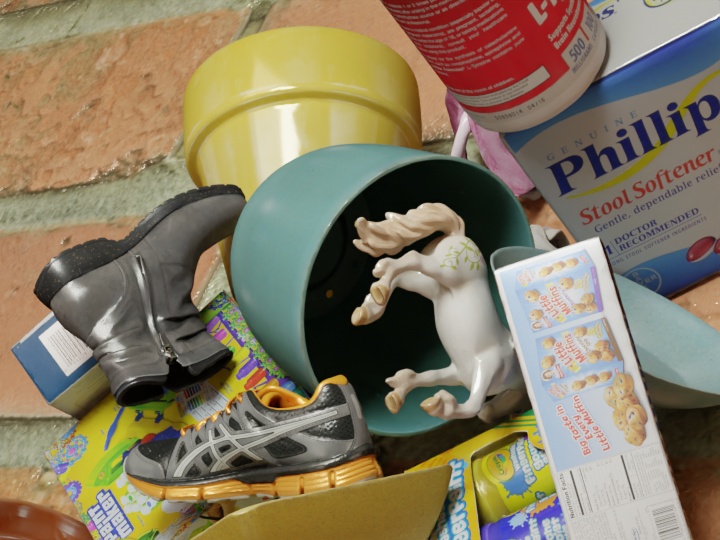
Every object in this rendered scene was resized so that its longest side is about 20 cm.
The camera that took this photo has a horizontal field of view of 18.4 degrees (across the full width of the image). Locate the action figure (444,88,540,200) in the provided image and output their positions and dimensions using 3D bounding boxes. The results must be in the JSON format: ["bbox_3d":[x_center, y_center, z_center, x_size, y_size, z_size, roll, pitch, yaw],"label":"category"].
[{"bbox_3d":[0.085,-0.154,1.755,0.133,0.201,0.149,12,45,35],"label":"action figure"}]

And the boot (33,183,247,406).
[{"bbox_3d":[-0.135,0.023,1.668,0.200,0.070,0.132,-30,70,-33],"label":"boot"}]

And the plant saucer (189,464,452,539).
[{"bbox_3d":[-0.057,0.200,1.476,0.200,0.199,0.049,-36,69,41],"label":"plant saucer"}]

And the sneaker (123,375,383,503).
[{"bbox_3d":[-0.075,0.116,1.510,0.199,0.078,0.078,-7,90,29],"label":"sneaker"}]

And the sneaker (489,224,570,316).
[{"bbox_3d":[0.104,0.004,1.705,0.099,0.075,0.200,-34,31,-23],"label":"sneaker"}]

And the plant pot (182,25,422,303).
[{"bbox_3d":[-0.043,-0.065,1.813,0.200,0.201,0.190,-21,56,26],"label":"plant pot"}]

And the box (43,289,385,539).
[{"bbox_3d":[-0.108,0.155,1.679,0.192,0.122,0.200,-41,35,-1],"label":"box"}]

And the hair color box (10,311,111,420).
[{"bbox_3d":[-0.193,0.073,1.783,0.100,0.200,0.061,-39,70,2],"label":"hair color box"}]

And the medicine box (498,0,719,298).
[{"bbox_3d":[0.217,-0.099,1.577,0.182,0.200,0.103,-28,37,19],"label":"medicine box"}]

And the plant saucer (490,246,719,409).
[{"bbox_3d":[0.172,0.048,1.500,0.039,0.200,0.201,-66,31,18],"label":"plant saucer"}]

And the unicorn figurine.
[{"bbox_3d":[0.068,0.048,1.507,0.137,0.201,0.074,-24,21,-39],"label":"unicorn figurine"}]

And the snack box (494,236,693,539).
[{"bbox_3d":[0.144,0.084,1.382,0.072,0.024,0.201,-18,77,11],"label":"snack box"}]

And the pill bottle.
[{"bbox_3d":[0.070,-0.195,1.468,0.112,0.200,0.113,-25,38,21],"label":"pill bottle"}]

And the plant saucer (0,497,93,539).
[{"bbox_3d":[-0.233,0.247,1.647,0.032,0.200,0.201,-56,29,23],"label":"plant saucer"}]

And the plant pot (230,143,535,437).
[{"bbox_3d":[0.000,0.000,1.595,0.201,0.201,0.161,-49,35,-12],"label":"plant pot"}]

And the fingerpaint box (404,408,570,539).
[{"bbox_3d":[0.122,0.186,1.470,0.166,0.073,0.201,-28,37,18],"label":"fingerpaint box"}]
